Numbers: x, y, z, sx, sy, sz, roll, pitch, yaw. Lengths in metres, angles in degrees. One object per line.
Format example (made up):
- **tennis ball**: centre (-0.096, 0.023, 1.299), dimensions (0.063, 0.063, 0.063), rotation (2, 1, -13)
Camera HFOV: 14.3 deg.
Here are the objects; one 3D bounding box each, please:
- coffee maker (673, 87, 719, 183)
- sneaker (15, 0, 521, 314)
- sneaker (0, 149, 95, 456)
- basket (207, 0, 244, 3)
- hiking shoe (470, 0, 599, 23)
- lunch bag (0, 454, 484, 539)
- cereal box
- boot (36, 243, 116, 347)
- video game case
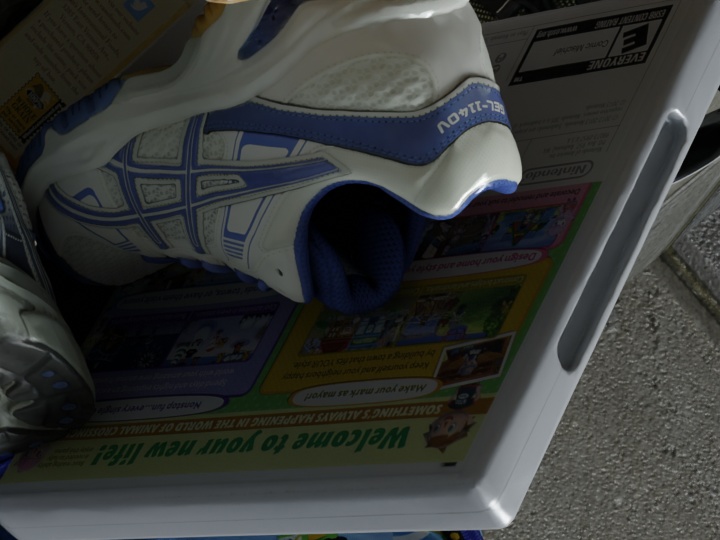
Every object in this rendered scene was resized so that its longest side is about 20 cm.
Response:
- **coffee maker**: centre (0.051, -0.074, 1.215), dimensions (0.191, 0.135, 0.200), rotation (-3, 145, -43)
- **sneaker**: centre (-0.031, -0.021, 0.796), dimensions (0.075, 0.089, 0.200), rotation (-19, 172, -35)
- **sneaker**: centre (-0.133, -0.023, 0.780), dimensions (0.077, 0.086, 0.200), rotation (-17, 149, 0)
- **basket**: centre (0.035, -0.128, 0.699), dimensions (0.200, 0.149, 0.143), rotation (-35, 170, -42)
- **hiking shoe**: centre (0.042, -0.072, 0.955), dimensions (0.100, 0.076, 0.201), rotation (-16, -133, 41)
- **lunch bag**: centre (-0.065, 0.105, 0.938), dimensions (0.199, 0.095, 0.151), rotation (-9, 155, -7)
- **cereal box**: centre (-0.031, -0.102, 0.906), dimensions (0.200, 0.040, 0.144), rotation (-42, 173, 4)
- **boot**: centre (-0.082, 0.055, 1.005), dimensions (0.210, 0.080, 0.158), rotation (-32, 154, 15)
- **video game case**: centre (0.000, 0.000, 0.830), dimensions (0.199, 0.022, 0.183), rotation (-7, -135, 44)
